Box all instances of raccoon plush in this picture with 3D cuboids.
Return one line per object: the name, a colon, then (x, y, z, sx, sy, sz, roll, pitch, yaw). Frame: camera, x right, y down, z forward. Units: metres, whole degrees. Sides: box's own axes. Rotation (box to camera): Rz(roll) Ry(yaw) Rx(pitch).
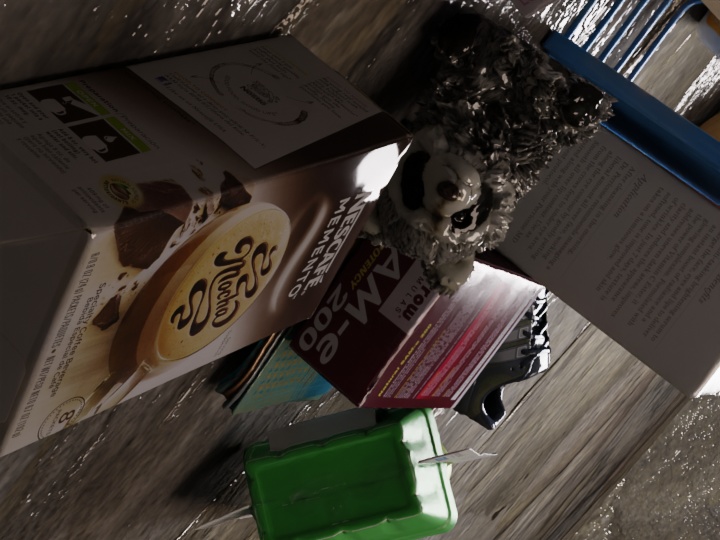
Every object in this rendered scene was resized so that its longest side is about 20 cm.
raccoon plush: (0.074, -0.056, 0.875, 0.134, 0.097, 0.200, -59, 159, 10)

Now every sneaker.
sneaker: (0.121, 0.037, 1.219, 0.074, 0.081, 0.200, -24, 150, -52)

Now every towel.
towel: (0.000, 0.000, 0.968, 0.200, 0.022, 0.147, -55, 162, 12)

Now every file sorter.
file sorter: (0.227, -0.131, 1.038, 0.123, 0.139, 0.200, -53, 162, 4)

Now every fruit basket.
fruit basket: (-0.004, 0.140, 1.084, 0.185, 0.094, 0.200, -15, 177, 8)

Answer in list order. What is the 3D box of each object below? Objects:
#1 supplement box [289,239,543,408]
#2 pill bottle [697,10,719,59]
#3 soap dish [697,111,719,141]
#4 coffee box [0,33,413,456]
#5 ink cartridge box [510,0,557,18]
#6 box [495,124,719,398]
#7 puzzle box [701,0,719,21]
supplement box: (0.040, 0.027, 0.984, 0.109, 0.061, 0.200, -54, 163, 6)
pill bottle: (0.347, -0.225, 1.161, 0.200, 0.112, 0.112, -55, 161, 22)
soap dish: (0.343, -0.076, 1.501, 0.157, 0.081, 0.200, -34, 156, -39)
coffee box: (-0.081, -0.018, 0.644, 0.200, 0.080, 0.113, -23, 149, -52)
ink cartridge box: (0.157, -0.209, 0.774, 0.200, 0.042, 0.119, -44, -168, -29)
box: (0.182, -0.016, 1.057, 0.106, 0.200, 0.152, -54, 163, 8)
puzzle box: (0.167, -0.184, 0.683, 0.200, 0.025, 0.133, 33, 74, -45)
